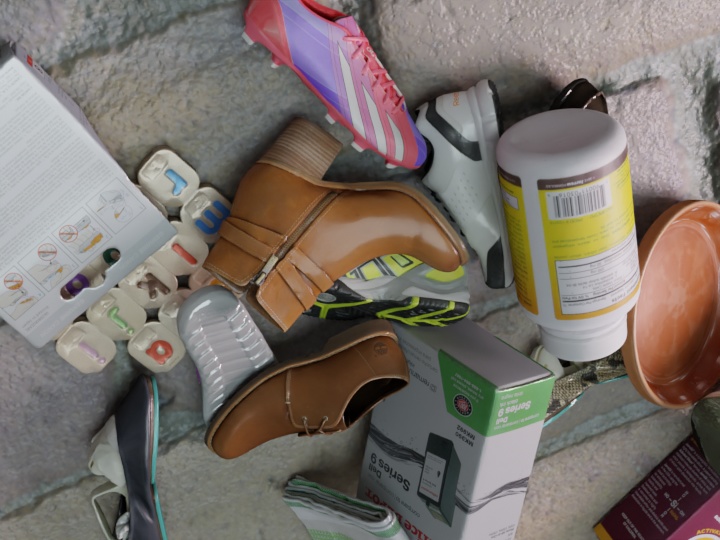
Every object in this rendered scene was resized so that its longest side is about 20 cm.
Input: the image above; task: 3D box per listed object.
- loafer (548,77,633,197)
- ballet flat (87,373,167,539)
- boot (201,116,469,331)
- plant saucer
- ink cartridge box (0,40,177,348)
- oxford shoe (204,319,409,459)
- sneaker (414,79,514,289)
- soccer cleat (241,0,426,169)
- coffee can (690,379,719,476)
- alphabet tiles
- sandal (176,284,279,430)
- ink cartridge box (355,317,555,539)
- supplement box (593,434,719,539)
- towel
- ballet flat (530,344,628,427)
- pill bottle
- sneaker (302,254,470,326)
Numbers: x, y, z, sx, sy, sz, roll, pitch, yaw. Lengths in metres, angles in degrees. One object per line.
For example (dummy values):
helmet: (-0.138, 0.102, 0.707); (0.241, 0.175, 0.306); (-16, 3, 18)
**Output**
loafer: (0.216, -0.080, 1.116); (0.073, 0.071, 0.202); (-39, 131, -31)
ballet flat: (-0.211, 0.188, 1.115); (0.072, 0.073, 0.202); (-7, 119, -15)
boot: (-0.021, -0.013, 1.034); (0.199, 0.074, 0.156); (33, 75, -2)
plant saucer: (0.310, 0.032, 1.194); (0.199, 0.032, 0.203); (-11, 106, -42)
ink cartridge box: (-0.269, -0.058, 0.992); (0.162, 0.050, 0.200); (-39, 124, 3)
oxford shoe: (-0.048, 0.120, 1.093); (0.198, 0.072, 0.071); (-30, 147, 5)
sneaker: (0.098, -0.072, 1.102); (0.079, 0.074, 0.202); (-9, 118, 9)
soccer cleat: (-0.009, -0.162, 1.004); (0.199, 0.067, 0.076); (40, 108, -18)
coffee can: (0.443, 0.119, 1.216); (0.200, 0.146, 0.148); (-40, 124, -24)
alphabet tiles: (-0.200, -0.007, 1.055); (0.200, 0.015, 0.195); (-46, 117, 6)
sandal: (-0.117, 0.079, 1.102); (0.082, 0.050, 0.204); (-24, 137, -16)
ink cartridge box: (0.083, 0.159, 1.145); (0.083, 0.145, 0.203); (-10, 120, -40)
supplement box: (0.368, 0.263, 1.334); (0.200, 0.086, 0.110); (-45, 120, 6)
towel: (0.012, 0.293, 1.200); (0.031, 0.148, 0.201); (-44, 124, -30)
ballet flat: (0.214, 0.093, 1.222); (0.198, 0.068, 0.076); (-25, 99, -12)
pill bottle: (0.180, -0.027, 1.051); (0.108, 0.109, 0.202); (-17, 119, -10)
sneaker: (0.000, 0.000, 1.103); (0.197, 0.076, 0.077); (8, 68, -9)
